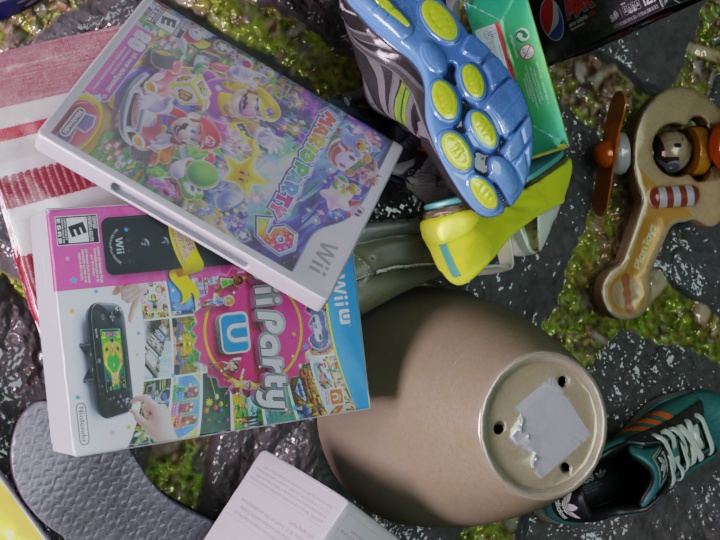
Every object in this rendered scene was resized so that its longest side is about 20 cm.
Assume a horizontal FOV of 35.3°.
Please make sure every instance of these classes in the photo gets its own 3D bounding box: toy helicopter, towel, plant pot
[{"bbox_3d":[0.236,-0.058,0.930,0.131,0.079,0.202,25,83,-15],"label":"toy helicopter"},{"bbox_3d":[-0.167,-0.056,0.747,0.143,0.023,0.203,-18,93,-26],"label":"towel"},{"bbox_3d":[0.085,0.102,0.803,0.185,0.200,0.190,1,86,-19],"label":"plant pot"}]

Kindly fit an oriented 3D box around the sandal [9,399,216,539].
[{"bbox_3d":[-0.170,0.167,0.798,0.200,0.043,0.076,46,73,-23],"label":"sandal"}]

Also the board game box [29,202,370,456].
[{"bbox_3d":[-0.100,0.029,0.725,0.198,0.064,0.150,-6,88,-28],"label":"board game box"}]

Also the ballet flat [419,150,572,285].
[{"bbox_3d":[0.106,-0.037,0.829,0.199,0.066,0.068,-27,100,-54],"label":"ballet flat"}]

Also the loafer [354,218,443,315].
[{"bbox_3d":[0.000,0.000,0.848,0.197,0.075,0.071,-3,87,-13],"label":"loafer"}]

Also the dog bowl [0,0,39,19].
[{"bbox_3d":[-0.277,-0.272,0.762,0.197,0.079,0.203,1,86,-19],"label":"dog bowl"}]

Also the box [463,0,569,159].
[{"bbox_3d":[0.115,-0.142,0.843,0.048,0.200,0.119,-16,94,11],"label":"box"}]

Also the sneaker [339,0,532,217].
[{"bbox_3d":[0.049,-0.122,0.753,0.070,0.083,0.201,-27,72,-15],"label":"sneaker"}]

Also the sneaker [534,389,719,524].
[{"bbox_3d":[0.235,0.155,0.913,0.198,0.080,0.072,-23,94,-19],"label":"sneaker"}]

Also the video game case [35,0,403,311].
[{"bbox_3d":[-0.083,-0.078,0.717,0.199,0.018,0.144,30,53,-5],"label":"video game case"}]

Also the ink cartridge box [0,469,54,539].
[{"bbox_3d":[-0.328,0.182,0.740,0.199,0.047,0.199,-38,100,-19],"label":"ink cartridge box"}]

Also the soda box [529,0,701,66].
[{"bbox_3d":[0.190,-0.209,0.855,0.070,0.200,0.064,-21,94,-18],"label":"soda box"}]

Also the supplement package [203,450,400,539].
[{"bbox_3d":[-0.059,0.250,0.775,0.117,0.117,0.201,43,74,-33],"label":"supplement package"}]

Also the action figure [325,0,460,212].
[{"bbox_3d":[0.028,-0.140,0.829,0.198,0.104,0.196,3,68,-43],"label":"action figure"}]
